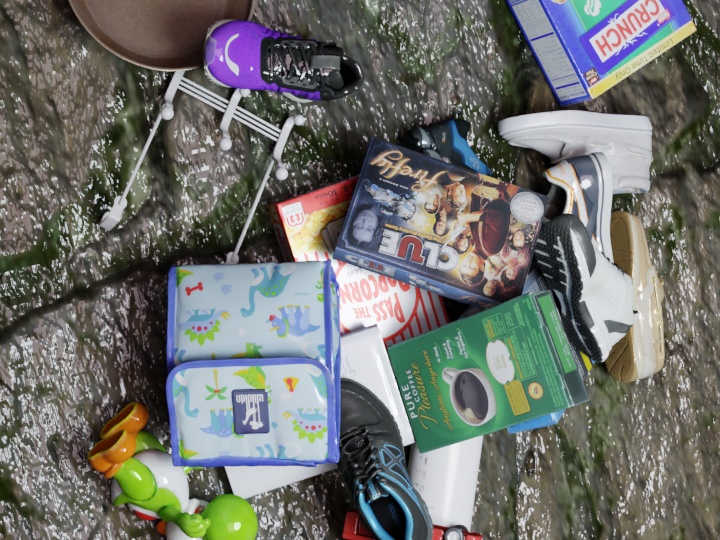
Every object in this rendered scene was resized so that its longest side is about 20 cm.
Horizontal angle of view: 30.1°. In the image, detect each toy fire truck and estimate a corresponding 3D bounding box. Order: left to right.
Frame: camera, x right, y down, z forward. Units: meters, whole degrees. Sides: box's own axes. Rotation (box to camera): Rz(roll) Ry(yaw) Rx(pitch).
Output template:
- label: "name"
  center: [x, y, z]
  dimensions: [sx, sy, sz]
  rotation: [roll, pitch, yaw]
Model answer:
- label: "toy fire truck"
  center: [0.023, 0.327, 1.421]
  dimensions: [0.199, 0.049, 0.142]
  rotation: [9, 86, 12]

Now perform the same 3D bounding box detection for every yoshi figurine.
- label: "yoshi figurine"
  center: [-0.177, 0.226, 1.369]
  dimensions: [0.112, 0.112, 0.200]
  rotation: [-45, 108, -21]

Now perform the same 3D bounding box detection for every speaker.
- label: "speaker"
  center: [0.092, 0.210, 1.483]
  dimensions: [0.081, 0.081, 0.201]
  rotation: [9, 87, -21]

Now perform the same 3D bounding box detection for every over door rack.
- label: "over door rack"
  center: [-0.159, -0.105, 1.393]
  dimensions: [0.147, 0.067, 0.201]
  rotation: [27, 81, -18]

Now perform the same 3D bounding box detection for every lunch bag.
- label: "lunch bag"
  center: [-0.105, 0.096, 1.341]
  dimensions: [0.169, 0.127, 0.201]
  rotation: [-2, 76, 5]

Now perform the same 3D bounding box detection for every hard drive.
- label: "hard drive"
  center: [-0.057, 0.150, 1.421]
  dimensions: [0.199, 0.025, 0.132]
  rotation: [-18, 97, -1]

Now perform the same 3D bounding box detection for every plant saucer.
- label: "plant saucer"
  center: [-0.208, -0.292, 1.372]
  dimensions: [0.200, 0.037, 0.201]
  rotation: [6, 73, -21]

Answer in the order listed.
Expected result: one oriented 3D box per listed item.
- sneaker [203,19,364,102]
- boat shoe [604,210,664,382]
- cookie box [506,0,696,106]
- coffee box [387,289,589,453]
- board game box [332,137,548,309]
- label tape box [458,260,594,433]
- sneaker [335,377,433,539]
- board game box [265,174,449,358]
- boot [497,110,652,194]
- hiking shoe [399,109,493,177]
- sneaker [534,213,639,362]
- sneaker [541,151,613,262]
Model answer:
- label: "sneaker"
  center: [-0.069, -0.213, 1.363]
  dimensions: [0.200, 0.099, 0.070]
  rotation: [2, 94, -54]
- label: "boat shoe"
  center: [0.322, 0.029, 1.580]
  dimensions: [0.069, 0.074, 0.201]
  rotation: [-4, 93, -32]
- label: "cookie box"
  center: [0.267, -0.319, 1.549]
  dimensions: [0.171, 0.075, 0.200]
  rotation: [-34, 102, -18]
- label: "coffee box"
  center: [0.126, 0.106, 1.377]
  dimensions: [0.044, 0.200, 0.123]
  rotation: [-9, 77, -50]
- label: "board game box"
  center: [0.085, -0.045, 1.411]
  dimensions: [0.199, 0.035, 0.136]
  rotation: [18, 69, -1]
- label: "label tape box"
  center: [0.197, 0.075, 1.517]
  dimensions: [0.145, 0.063, 0.200]
  rotation: [66, 30, -9]
- label: "sneaker"
  center: [0.015, 0.199, 1.365]
  dimensions: [0.073, 0.082, 0.200]
  rotation: [-31, 82, 7]
- label: "board game box"
  center: [0.000, 0.000, 1.464]
  dimensions: [0.151, 0.046, 0.201]
  rotation: [-20, 98, -18]
- label: "boot"
  center: [0.252, -0.130, 1.544]
  dimensions: [0.199, 0.074, 0.096]
  rotation: [-1, 85, -21]
- label: "hiking shoe"
  center: [0.121, -0.077, 1.488]
  dimensions: [0.086, 0.074, 0.201]
  rotation: [-23, 92, -22]
- label: "sneaker"
  center: [0.249, 0.007, 1.461]
  dimensions: [0.080, 0.074, 0.200]
  rotation: [-39, 133, -16]
- label: "sneaker"
  center: [0.242, -0.034, 1.525]
  dimensions: [0.079, 0.078, 0.201]
  rotation: [-10, 112, -9]
